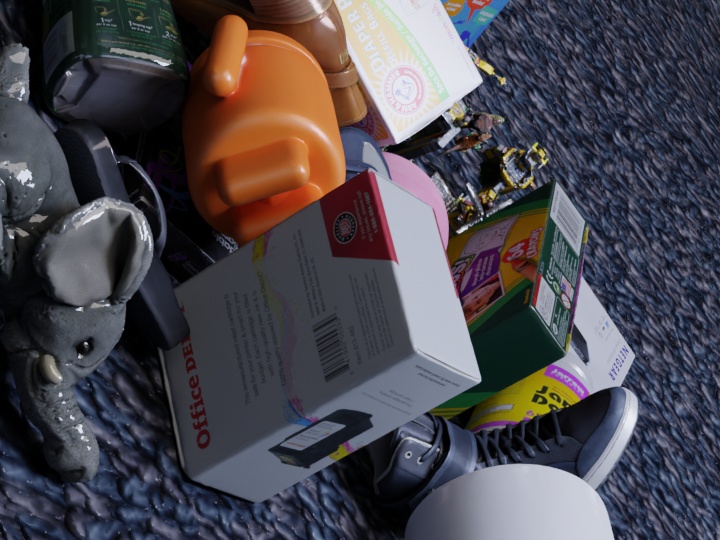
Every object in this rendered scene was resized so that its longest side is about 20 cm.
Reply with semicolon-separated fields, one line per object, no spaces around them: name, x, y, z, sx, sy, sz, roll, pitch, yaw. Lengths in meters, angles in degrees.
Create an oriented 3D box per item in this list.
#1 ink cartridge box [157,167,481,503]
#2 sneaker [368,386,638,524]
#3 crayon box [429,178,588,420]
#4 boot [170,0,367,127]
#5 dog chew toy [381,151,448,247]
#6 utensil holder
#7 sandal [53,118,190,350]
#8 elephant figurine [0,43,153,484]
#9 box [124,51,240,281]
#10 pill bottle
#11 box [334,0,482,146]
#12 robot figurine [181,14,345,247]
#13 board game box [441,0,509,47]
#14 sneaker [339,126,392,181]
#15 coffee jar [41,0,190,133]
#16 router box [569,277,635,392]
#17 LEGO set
ink cartridge box;-0.034;0.047;1.449;0.083;0.199;0.147;27;41;-49
sneaker;0.099;0.129;1.596;0.146;0.202;0.077;42;16;-23
crayon box;0.092;0.032;1.708;0.058;0.172;0.201;51;27;-19
boot;-0.089;-0.181;1.661;0.077;0.199;0.156;-54;131;-39
dog chew toy;0.000;0.000;1.656;0.125;0.124;0.201;44;38;-26
utensil holder;0.114;0.265;1.519;0.170;0.169;0.201;38;30;-35
sandal;-0.154;-0.031;1.403;0.076;0.043;0.201;37;-23;36
elephant figurine;-0.194;0.000;1.304;0.200;0.155;0.142;40;21;-27
box;-0.116;-0.066;1.610;0.143;0.036;0.201;43;29;-27
pill bottle;0.140;0.138;1.760;0.105;0.104;0.200;53;27;-10
box;-0.008;-0.204;1.703;0.101;0.112;0.201;-36;105;-27
robot figurine;-0.072;-0.100;1.536;0.143;0.117;0.201;28;26;-25
board game box;0.077;-0.260;1.956;0.045;0.200;0.152;51;23;25
sneaker;0.004;-0.029;1.559;0.069;0.082;0.202;-1;63;-12
coffee jar;-0.189;-0.203;1.560;0.103;0.085;0.201;10;51;-29
router box;0.167;0.054;1.953;0.180;0.049;0.200;55;27;-7
LEGO set;0.093;-0.122;1.887;0.153;0.116;0.201;-35;101;-33
